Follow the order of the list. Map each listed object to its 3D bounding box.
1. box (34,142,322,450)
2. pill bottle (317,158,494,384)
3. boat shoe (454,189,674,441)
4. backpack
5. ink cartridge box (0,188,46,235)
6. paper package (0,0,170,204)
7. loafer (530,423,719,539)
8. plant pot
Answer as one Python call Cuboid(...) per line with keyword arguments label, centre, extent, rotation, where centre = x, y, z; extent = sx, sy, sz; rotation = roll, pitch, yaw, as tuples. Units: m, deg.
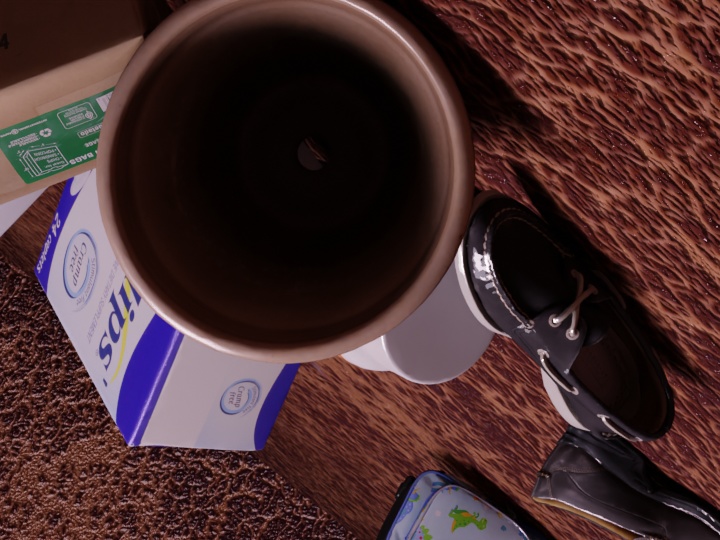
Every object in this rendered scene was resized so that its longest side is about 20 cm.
Cuboid(label="box", centre=(-0.112, -0.014, 1.361), extent=(0.104, 0.185, 0.200), rotation=(5, -148, -35))
Cuboid(label="pill bottle", centre=(0.000, 0.000, 1.388), extent=(0.114, 0.114, 0.200), rotation=(48, 168, -35))
Cuboid(label="boat shoe", centre=(0.121, 0.031, 1.202), extent=(0.060, 0.074, 0.200), rotation=(16, 148, 47))
Cuboid(label="backpack", centre=(0.108, 0.320, 2.120), extent=(0.199, 0.184, 0.147), rotation=(30, 167, -4))
Cuboid(label="ink cartridge box", centre=(-0.246, -0.142, 1.463), extent=(0.145, 0.200, 0.083), rotation=(31, 163, 39))
Cuboid(label="paper package", centre=(-0.216, -0.142, 1.210), extent=(0.104, 0.199, 0.192), rotation=(61, -171, -61))
Cuboid(label="loafer", centre=(0.216, 0.195, 1.523), extent=(0.200, 0.072, 0.073), rotation=(37, 168, 20))
Cuboid(label="plant pot", centre=(-0.033, -0.058, 1.146), extent=(0.200, 0.200, 0.175), rotation=(41, -173, 0))
